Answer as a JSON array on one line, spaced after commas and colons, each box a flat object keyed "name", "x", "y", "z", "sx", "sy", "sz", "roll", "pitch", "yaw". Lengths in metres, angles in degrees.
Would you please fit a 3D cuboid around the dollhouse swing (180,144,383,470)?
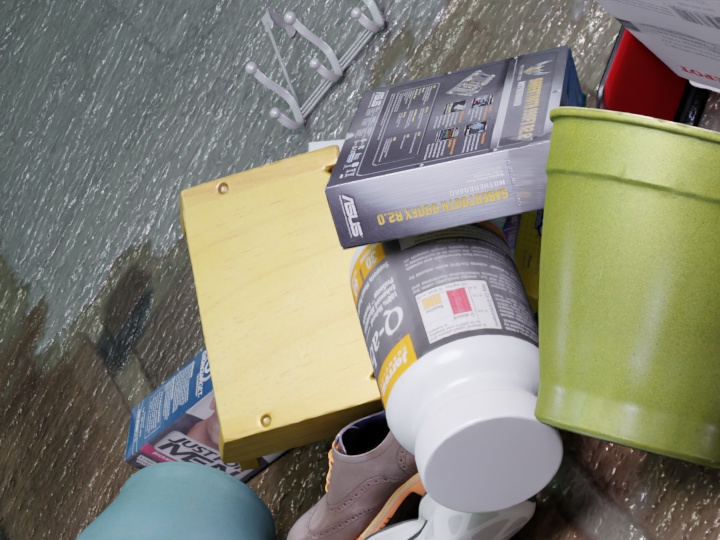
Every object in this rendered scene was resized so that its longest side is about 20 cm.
[{"name": "dollhouse swing", "x": -0.048, "y": 0.042, "z": 1.796, "sx": 0.182, "sy": 0.176, "sz": 0.200, "roll": -16, "pitch": 70, "yaw": 13}]

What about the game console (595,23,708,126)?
[{"name": "game console", "x": 0.197, "y": -0.172, "z": 1.679, "sx": 0.172, "sy": 0.119, "sz": 0.200, "roll": -3, "pitch": 62, "yaw": 62}]

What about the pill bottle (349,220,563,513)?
[{"name": "pill bottle", "x": 0.065, "y": 0.057, "z": 1.565, "sx": 0.116, "sy": 0.116, "sz": 0.200, "roll": -48, "pitch": 36, "yaw": 28}]

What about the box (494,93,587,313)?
[{"name": "box", "x": 0.104, "y": -0.035, "z": 1.725, "sx": 0.117, "sy": 0.048, "sz": 0.200, "roll": -21, "pitch": 50, "yaw": 55}]

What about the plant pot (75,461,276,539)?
[{"name": "plant pot", "x": -0.154, "y": 0.260, "z": 1.845, "sx": 0.200, "sy": 0.200, "sz": 0.188, "roll": -40, "pitch": 22, "yaw": 39}]

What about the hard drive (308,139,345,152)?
[{"name": "hard drive", "x": 0.000, "y": 0.000, "z": 1.778, "sx": 0.132, "sy": 0.027, "sz": 0.200, "roll": 1, "pitch": 90, "yaw": 57}]

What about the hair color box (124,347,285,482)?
[{"name": "hair color box", "x": -0.106, "y": 0.117, "z": 1.990, "sx": 0.200, "sy": 0.100, "sz": 0.061, "roll": -40, "pitch": 34, "yaw": 40}]

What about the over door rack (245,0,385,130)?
[{"name": "over door rack", "x": -0.049, "y": -0.249, "z": 2.291, "sx": 0.148, "sy": 0.067, "sz": 0.200, "roll": -48, "pitch": 28, "yaw": 26}]

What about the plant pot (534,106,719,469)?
[{"name": "plant pot", "x": 0.192, "y": 0.017, "z": 1.445, "sx": 0.200, "sy": 0.200, "sz": 0.193, "roll": 13, "pitch": 88, "yaw": 64}]

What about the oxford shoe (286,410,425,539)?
[{"name": "oxford shoe", "x": 0.000, "y": 0.147, "z": 1.710, "sx": 0.200, "sy": 0.073, "sz": 0.071, "roll": -43, "pitch": 20, "yaw": 32}]

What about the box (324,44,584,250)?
[{"name": "box", "x": 0.069, "y": -0.087, "z": 1.608, "sx": 0.158, "sy": 0.048, "sz": 0.200, "roll": -11, "pitch": 22, "yaw": 12}]

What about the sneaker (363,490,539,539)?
[{"name": "sneaker", "x": 0.063, "y": 0.219, "z": 1.619, "sx": 0.200, "sy": 0.076, "sz": 0.115, "roll": -43, "pitch": 39, "yaw": 51}]

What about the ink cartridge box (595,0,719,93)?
[{"name": "ink cartridge box", "x": 0.227, "y": -0.187, "z": 1.501, "sx": 0.147, "sy": 0.200, "sz": 0.083, "roll": 22, "pitch": 82, "yaw": 44}]

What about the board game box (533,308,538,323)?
[{"name": "board game box", "x": 0.100, "y": 0.054, "z": 1.744, "sx": 0.135, "sy": 0.029, "sz": 0.200, "roll": -16, "pitch": 51, "yaw": 56}]
